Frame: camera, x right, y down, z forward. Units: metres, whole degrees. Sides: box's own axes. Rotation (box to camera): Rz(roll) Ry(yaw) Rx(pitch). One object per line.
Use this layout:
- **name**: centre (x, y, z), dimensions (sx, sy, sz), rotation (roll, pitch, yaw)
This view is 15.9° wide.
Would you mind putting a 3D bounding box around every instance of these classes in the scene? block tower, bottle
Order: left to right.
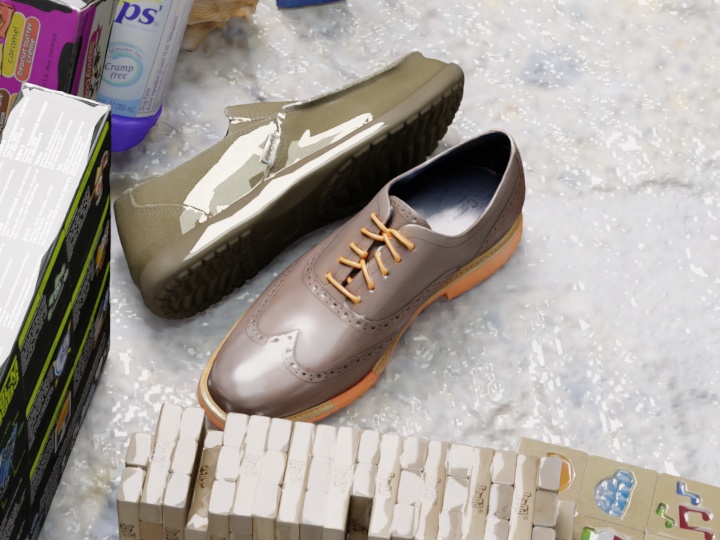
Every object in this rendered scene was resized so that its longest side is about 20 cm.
- **bottle**: centre (-0.113, -0.158, 1.234), dimensions (0.083, 0.200, 0.065), rotation (20, 27, -1)
- **block tower**: centre (-0.004, 0.106, 1.145), dimensions (0.200, 0.058, 0.054), rotation (8, 56, 3)

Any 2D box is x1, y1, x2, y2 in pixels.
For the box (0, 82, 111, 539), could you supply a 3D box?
- **box**: centre (-0.154, 0.057, 1.088), dimensions (0.047, 0.193, 0.200), rotation (14, 57, 6)

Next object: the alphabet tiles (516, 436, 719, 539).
- **alphabet tiles**: centre (0.117, 0.160, 1.153), dimensions (0.200, 0.006, 0.167), rotation (14, 56, 5)

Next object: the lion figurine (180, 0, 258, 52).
- **lion figurine**: centre (-0.125, -0.200, 1.341), dimensions (0.122, 0.073, 0.200), rotation (-1, 50, -18)

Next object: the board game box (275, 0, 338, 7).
- **board game box**: centre (-0.043, -0.274, 1.319), dimensions (0.043, 0.199, 0.200), rotation (-9, 56, -11)

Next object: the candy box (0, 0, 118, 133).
- **candy box**: centre (-0.225, -0.099, 1.219), dimensions (0.200, 0.137, 0.061), rotation (19, 24, 7)

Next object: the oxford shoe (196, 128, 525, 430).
- **oxford shoe**: centre (0.000, 0.000, 1.211), dimensions (0.071, 0.073, 0.200), rotation (38, 61, 19)

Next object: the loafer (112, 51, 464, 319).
- **loafer**: centre (-0.035, -0.055, 1.245), dimensions (0.200, 0.076, 0.067), rotation (-33, 71, -24)
